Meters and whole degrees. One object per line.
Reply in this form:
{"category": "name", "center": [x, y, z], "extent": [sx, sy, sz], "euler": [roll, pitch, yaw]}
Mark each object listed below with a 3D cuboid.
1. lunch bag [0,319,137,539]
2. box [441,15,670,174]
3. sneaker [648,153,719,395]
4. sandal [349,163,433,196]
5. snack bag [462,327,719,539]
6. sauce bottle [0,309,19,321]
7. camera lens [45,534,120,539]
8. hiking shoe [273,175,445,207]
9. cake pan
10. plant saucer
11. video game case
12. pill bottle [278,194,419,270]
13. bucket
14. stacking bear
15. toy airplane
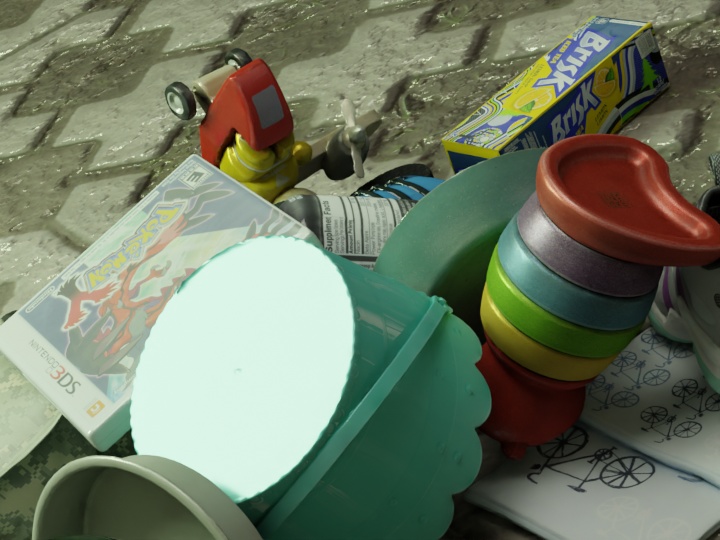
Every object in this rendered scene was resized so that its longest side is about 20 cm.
{"category": "lunch bag", "center": [-0.264, 0.154, 1.543], "extent": [0.200, 0.118, 0.164], "euler": [-44, 35, -17]}
{"category": "box", "center": [0.162, -0.130, 1.789], "extent": [0.200, 0.064, 0.070], "euler": [-39, 33, -29]}
{"category": "sneaker", "center": [0.233, -0.014, 1.432], "extent": [0.077, 0.140, 0.200], "euler": [-14, 22, -10]}
{"category": "sandal", "center": [-0.011, -0.005, 1.726], "extent": [0.201, 0.048, 0.075], "euler": [-48, 34, -17]}
{"category": "snack bag", "center": [0.183, 0.115, 1.404], "extent": [0.200, 0.021, 0.188], "euler": [-35, 32, -22]}
{"category": "sauce bottle", "center": [-0.236, 0.068, 1.727], "extent": [0.065, 0.065, 0.200], "euler": [-35, 23, -23]}
{"category": "camera lens", "center": [-0.150, 0.260, 1.205], "extent": [0.159, 0.201, 0.160], "euler": [-17, 29, 10]}
{"category": "hiking shoe", "center": [0.018, -0.032, 1.662], "extent": [0.199, 0.075, 0.087], "euler": [4, 37, -13]}
{"category": "cake pan", "center": [-0.114, 0.196, 1.303], "extent": [0.200, 0.201, 0.037], "euler": [6, 24, 41]}
{"category": "plant saucer", "center": [0.104, 0.008, 1.471], "extent": [0.199, 0.200, 0.036], "euler": [-24, 45, -3]}
{"category": "video game case", "center": [-0.143, 0.016, 1.490], "extent": [0.200, 0.023, 0.182], "euler": [-42, 35, -10]}
{"category": "pill bottle", "center": [0.000, 0.000, 1.561], "extent": [0.199, 0.107, 0.106], "euler": [3, 27, -11]}
{"category": "bucket", "center": [-0.034, 0.084, 1.356], "extent": [0.207, 0.135, 0.208], "euler": [-19, 58, 32]}
{"category": "stacking bear", "center": [0.128, 0.027, 1.395], "extent": [0.113, 0.200, 0.122], "euler": [1, 38, -32]}
{"category": "toy airplane", "center": [-0.082, -0.060, 1.726], "extent": [0.141, 0.199, 0.200], "euler": [41, 102, 29]}
